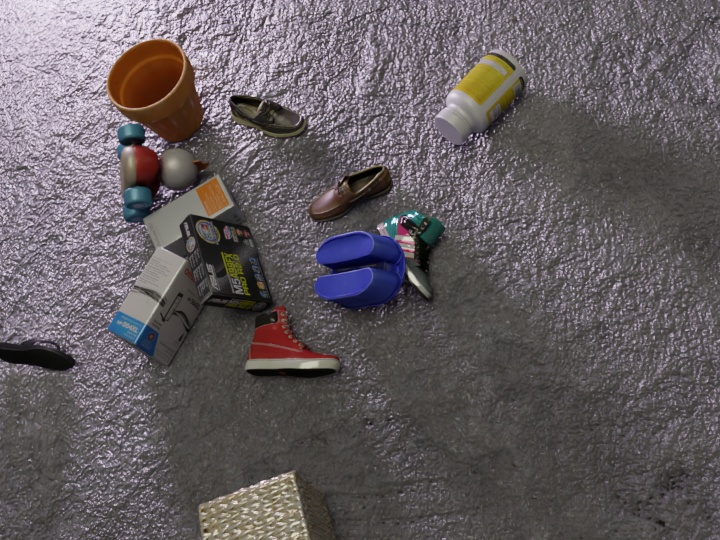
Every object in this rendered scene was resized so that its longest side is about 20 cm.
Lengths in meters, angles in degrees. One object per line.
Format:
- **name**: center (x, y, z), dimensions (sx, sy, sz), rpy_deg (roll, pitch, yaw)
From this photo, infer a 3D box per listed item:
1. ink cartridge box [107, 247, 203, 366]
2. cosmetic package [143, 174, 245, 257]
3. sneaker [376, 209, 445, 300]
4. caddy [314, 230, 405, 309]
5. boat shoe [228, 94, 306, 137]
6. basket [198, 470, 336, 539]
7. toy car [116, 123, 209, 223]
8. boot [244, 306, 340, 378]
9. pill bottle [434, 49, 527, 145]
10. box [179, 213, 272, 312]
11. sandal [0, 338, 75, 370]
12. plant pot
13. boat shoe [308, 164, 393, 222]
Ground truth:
- **ink cartridge box**: center (-0.410, 0.076, 1.617), dimensions (0.084, 0.146, 0.201), rpy_deg (22, 73, 24)
- **cosmetic package**: center (-0.371, -0.115, 1.738), dimensions (0.199, 0.071, 0.102), rpy_deg (-32, 62, 0)
- **sneaker**: center (0.126, -0.046, 1.573), dimensions (0.120, 0.084, 0.201), rpy_deg (-34, 60, 8)
- **caddy**: center (0.000, 0.000, 1.550), dimensions (0.199, 0.105, 0.143), rpy_deg (-10, 71, 41)
- **boat shoe**: center (-0.223, -0.364, 1.817), dimensions (0.199, 0.065, 0.074), rpy_deg (14, 68, 19)
- **basket**: center (-0.154, 0.471, 1.342), dimensions (0.199, 0.198, 0.162), rpy_deg (-22, 58, 4)
- **toy car**: center (-0.449, -0.223, 1.787), dimensions (0.198, 0.177, 0.186), rpy_deg (-5, 75, -19)
- **boot**: center (-0.129, 0.139, 1.560), dimensions (0.198, 0.072, 0.145), rpy_deg (0, 64, 19)
- **pill bottle**: center (0.254, -0.367, 1.667), dimensions (0.111, 0.111, 0.200), rpy_deg (39, 79, 26)
- **box**: center (-0.279, -0.014, 1.619), dimensions (0.044, 0.160, 0.201), rpy_deg (-40, 56, 30)
- **sandal**: center (-0.707, 0.174, 1.696), dimensions (0.199, 0.076, 0.048), rpy_deg (5, 49, 17)
- **plant pot**: center (-0.463, -0.406, 1.833), dimensions (0.198, 0.183, 0.202), rpy_deg (-6, 64, 13)
- **boat shoe**: center (-0.029, -0.174, 1.676), dimensions (0.199, 0.068, 0.072), rpy_deg (-28, 63, 2)
